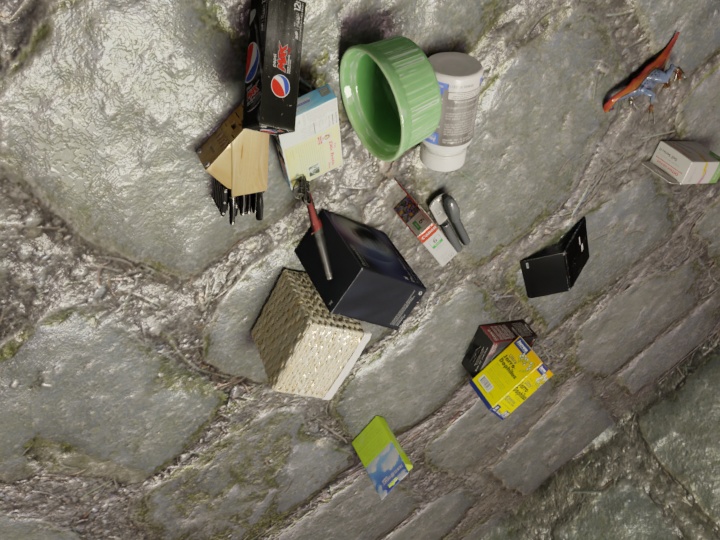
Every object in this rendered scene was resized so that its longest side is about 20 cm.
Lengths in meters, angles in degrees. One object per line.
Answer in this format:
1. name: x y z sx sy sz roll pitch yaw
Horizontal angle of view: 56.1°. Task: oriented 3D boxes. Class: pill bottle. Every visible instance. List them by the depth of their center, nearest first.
1. pill bottle: 0.169 -0.304 1.309 0.112 0.114 0.203 -16 134 -21

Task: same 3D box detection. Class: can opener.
1. can opener: 0.210 -0.105 1.555 0.052 0.067 0.201 -37 143 0

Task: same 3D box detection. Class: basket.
1. basket: -0.113 0.136 1.448 0.158 0.199 0.202 13 120 -35

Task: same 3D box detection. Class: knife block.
1. knife block: -0.195 -0.182 1.207 0.200 0.064 0.175 -45 138 8

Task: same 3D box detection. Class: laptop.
1. laptop: 0.546 -0.032 1.885 0.201 0.102 0.178 -54 143 -20

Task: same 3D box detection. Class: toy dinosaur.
1. toy dinosaur: 0.649 -0.435 1.578 0.177 0.105 0.205 -8 95 -12

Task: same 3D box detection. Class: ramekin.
1. ramekin: 0.054 -0.303 1.176 0.096 0.200 0.203 -26 138 -21

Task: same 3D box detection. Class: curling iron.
1. curling iron: -0.088 -0.077 1.273 0.050 0.025 0.204 -46 125 -57

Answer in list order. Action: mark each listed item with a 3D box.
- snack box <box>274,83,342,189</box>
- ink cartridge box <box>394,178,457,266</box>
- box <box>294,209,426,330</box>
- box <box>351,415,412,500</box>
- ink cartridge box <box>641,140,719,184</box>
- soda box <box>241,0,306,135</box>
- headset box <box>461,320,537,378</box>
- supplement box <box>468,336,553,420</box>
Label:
1. snack box: -0.092 -0.232 1.205 0.114 0.038 0.201 -27 157 -11
2. ink cartridge box: 0.128 -0.101 1.463 0.050 0.110 0.200 -41 138 6
3. box: 0.000 0.000 1.397 0.196 0.201 0.124 16 118 -42
4. box: 0.063 0.527 1.906 0.122 0.201 0.047 -48 137 15
5. ink cartridge box: 0.855 -0.287 1.788 0.196 0.118 0.068 -6 130 -30
6. soda box: -0.136 -0.320 1.054 0.070 0.063 0.206 4 91 -37
7. headset box: 0.397 0.232 1.966 0.196 0.078 0.151 -4 129 -33
8. supplement box: 0.425 0.305 1.911 0.200 0.110 0.109 -44 139 8
